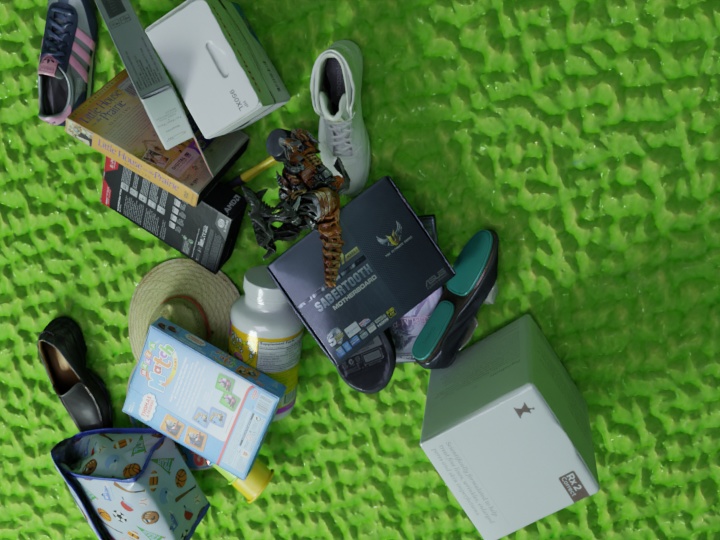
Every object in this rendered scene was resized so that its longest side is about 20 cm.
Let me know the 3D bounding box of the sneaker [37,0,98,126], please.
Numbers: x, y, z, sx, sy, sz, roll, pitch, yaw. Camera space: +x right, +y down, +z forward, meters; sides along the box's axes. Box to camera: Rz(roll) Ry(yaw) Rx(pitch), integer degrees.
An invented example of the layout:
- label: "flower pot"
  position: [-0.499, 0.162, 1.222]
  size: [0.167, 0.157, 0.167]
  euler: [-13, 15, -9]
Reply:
- label: "sneaker"
  position: [-0.400, -0.294, 1.259]
  size: [0.069, 0.082, 0.204]
  euler: [7, 107, 11]

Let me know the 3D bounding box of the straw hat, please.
- label: "straw hat"
  position: [-0.259, 0.088, 1.318]
  size: [0.197, 0.085, 0.205]
  euler: [1, 96, 12]

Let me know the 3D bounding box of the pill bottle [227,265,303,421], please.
- label: "pill bottle"
  position: [-0.131, 0.099, 1.290]
  size: [0.102, 0.104, 0.203]
  euler: [12, 115, 9]

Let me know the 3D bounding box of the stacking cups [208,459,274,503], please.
- label: "stacking cups"
  position: [-0.217, 0.251, 1.351]
  size: [0.199, 0.061, 0.061]
  euler: [41, 110, -7]

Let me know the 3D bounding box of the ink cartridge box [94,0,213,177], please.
- label: "ink cartridge box"
  position: [-0.255, -0.227, 1.158]
  size: [0.043, 0.175, 0.202]
  euler: [-25, 59, -7]

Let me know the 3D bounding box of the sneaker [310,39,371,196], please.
- label: "sneaker"
  position: [-0.031, -0.184, 1.190]
  size: [0.072, 0.116, 0.204]
  euler: [-1, 107, 11]

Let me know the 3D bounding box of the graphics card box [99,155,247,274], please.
- label: "graphics card box"
  position: [-0.256, -0.095, 1.274]
  size: [0.198, 0.051, 0.126]
  euler: [32, 138, 5]

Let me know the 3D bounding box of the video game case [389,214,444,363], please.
- label: "video game case"
  position: [0.045, 0.030, 1.286]
  size: [0.140, 0.019, 0.204]
  euler: [-5, 104, 14]

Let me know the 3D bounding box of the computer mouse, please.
- label: "computer mouse"
  position: [-0.003, 0.065, 1.275]
  size: [0.136, 0.053, 0.204]
  euler: [-18, 89, 19]

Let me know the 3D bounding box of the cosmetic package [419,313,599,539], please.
- label: "cosmetic package"
  position: [0.190, 0.196, 1.197]
  size: [0.164, 0.200, 0.166]
  euler: [-31, 103, 19]

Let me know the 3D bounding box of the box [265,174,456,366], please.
- label: "box"
  position: [0.000, 0.000, 1.205]
  size: [0.199, 0.051, 0.159]
  euler: [-36, 93, -4]

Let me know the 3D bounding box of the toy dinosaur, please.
- label: "toy dinosaur"
  position: [-0.070, -0.079, 1.146]
  size: [0.133, 0.202, 0.103]
  euler: [-17, 139, -7]

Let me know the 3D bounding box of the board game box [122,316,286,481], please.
- label: "board game box"
  position: [-0.214, 0.174, 1.269]
  size: [0.198, 0.037, 0.153]
  euler: [28, 117, 5]

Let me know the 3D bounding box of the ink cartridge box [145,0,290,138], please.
- label: "ink cartridge box"
  position: [-0.169, -0.251, 1.152]
  size: [0.083, 0.200, 0.146]
  euler: [-29, 98, 10]

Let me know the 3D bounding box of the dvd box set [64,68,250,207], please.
- label: "dvd box set"
  position: [-0.263, -0.179, 1.230]
  size: [0.198, 0.147, 0.030]
  euler: [29, 135, 2]

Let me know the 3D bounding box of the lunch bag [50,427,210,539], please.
- label: "lunch bag"
  position: [-0.354, 0.329, 1.393]
  size: [0.197, 0.124, 0.172]
  euler: [-1, 125, 29]

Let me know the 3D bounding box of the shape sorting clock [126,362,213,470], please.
- label: "shape sorting clock"
  position: [-0.259, 0.203, 1.394]
  size: [0.196, 0.039, 0.204]
  euler: [3, 107, 11]

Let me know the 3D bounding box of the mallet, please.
- label: "mallet"
  position: [-0.157, -0.130, 1.261]
  size: [0.198, 0.066, 0.042]
  euler: [-25, 69, 20]

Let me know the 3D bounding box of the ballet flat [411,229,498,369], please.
- label: "ballet flat"
  position: [0.138, 0.044, 1.242]
  size: [0.072, 0.073, 0.202]
  euler: [29, 91, 3]

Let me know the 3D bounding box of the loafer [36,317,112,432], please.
- label: "loafer"
  position: [-0.436, 0.175, 1.409]
  size: [0.072, 0.072, 0.203]
  euler: [-19, 102, 16]
